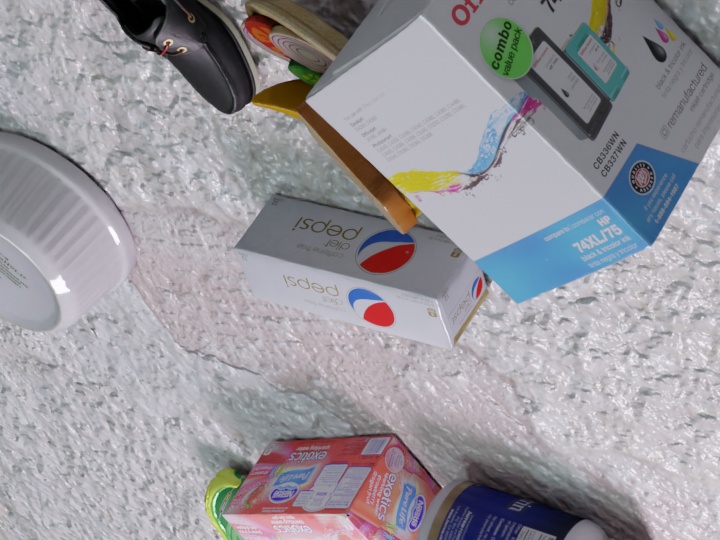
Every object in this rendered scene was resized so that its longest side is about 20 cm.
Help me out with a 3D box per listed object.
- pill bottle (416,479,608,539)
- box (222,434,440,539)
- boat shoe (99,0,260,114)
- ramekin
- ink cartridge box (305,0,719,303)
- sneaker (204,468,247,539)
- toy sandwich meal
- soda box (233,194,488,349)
[{"bbox_3d":[0.158,0.271,1.595,0.199,0.116,0.116,15,144,29],"label":"pill bottle"},{"bbox_3d":[-0.028,0.233,1.733,0.199,0.103,0.095,-10,127,48],"label":"box"},{"bbox_3d":[-0.151,-0.191,1.322,0.073,0.063,0.202,-6,132,43],"label":"boat shoe"},{"bbox_3d":[-0.321,-0.028,1.667,0.202,0.094,0.203,25,147,17],"label":"ramekin"},{"bbox_3d":[0.101,-0.111,1.107,0.200,0.147,0.146,42,148,-13],"label":"ink cartridge box"},{"bbox_3d":[-0.100,0.302,1.919,0.083,0.074,0.200,7,139,44],"label":"sneaker"},{"bbox_3d":[-0.016,-0.108,1.230,0.205,0.070,0.205,40,177,3],"label":"toy sandwich meal"},{"bbox_3d":[0.000,0.000,1.426,0.199,0.068,0.064,14,143,31],"label":"soda box"}]
